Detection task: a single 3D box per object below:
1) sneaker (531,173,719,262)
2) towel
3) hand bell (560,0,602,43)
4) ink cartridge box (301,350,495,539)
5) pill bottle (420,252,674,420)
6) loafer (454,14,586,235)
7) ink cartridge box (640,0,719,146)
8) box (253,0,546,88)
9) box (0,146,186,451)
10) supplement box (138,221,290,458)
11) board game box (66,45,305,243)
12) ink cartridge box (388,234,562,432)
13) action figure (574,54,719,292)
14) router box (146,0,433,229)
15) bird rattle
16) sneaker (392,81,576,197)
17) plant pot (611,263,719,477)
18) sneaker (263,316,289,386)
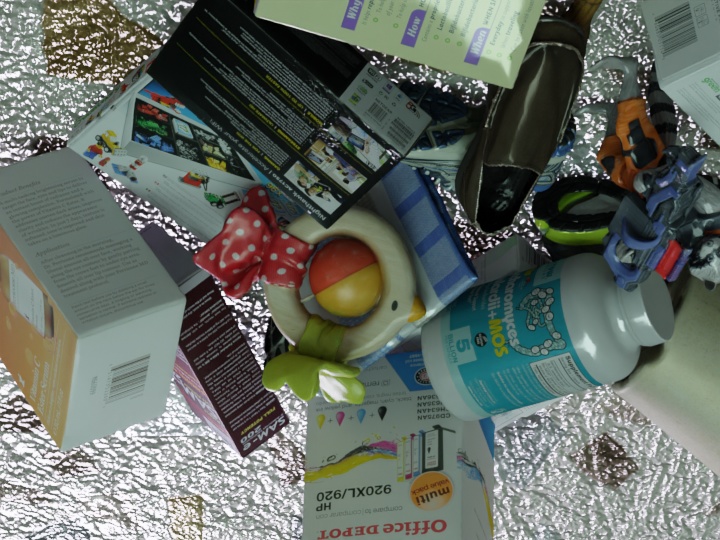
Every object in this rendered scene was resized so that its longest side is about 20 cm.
[{"bbox_3d":[0.246,-0.033,1.769,0.199,0.074,0.081,5,145,12],"label":"sneaker"},{"bbox_3d":[0.000,0.000,1.784,0.200,0.148,0.024,-38,157,30],"label":"towel"},{"bbox_3d":[0.176,-0.209,1.600,0.103,0.105,0.200,14,146,-6],"label":"hand bell"},{"bbox_3d":[0.036,0.195,1.845,0.146,0.201,0.145,-7,144,12],"label":"ink cartridge box"},{"bbox_3d":[0.159,0.051,1.749,0.199,0.111,0.111,-18,129,26],"label":"pill bottle"},{"bbox_3d":[0.130,-0.106,1.618,0.073,0.071,0.201,7,130,-11],"label":"loafer"},{"bbox_3d":[0.338,-0.161,1.572,0.175,0.084,0.200,-24,144,25],"label":"ink cartridge box"},{"bbox_3d":[0.044,-0.250,1.482,0.199,0.097,0.177,14,127,-7],"label":"box"},{"bbox_3d":[-0.250,0.023,1.782,0.106,0.200,0.153,-20,144,-30],"label":"box"},{"bbox_3d":[-0.146,0.063,1.873,0.061,0.109,0.201,-37,128,-14],"label":"supplement box"},{"bbox_3d":[-0.134,-0.092,1.780,0.200,0.035,0.126,36,129,-25],"label":"board game box"},{"bbox_3d":[0.121,0.067,1.891,0.200,0.050,0.161,-30,127,35],"label":"ink cartridge box"},{"bbox_3d":[0.243,-0.078,1.614,0.104,0.194,0.200,-22,166,-21],"label":"action figure"},{"bbox_3d":[-0.059,-0.139,1.647,0.200,0.051,0.149,41,146,-6],"label":"router box"},{"bbox_3d":[-0.034,0.013,1.749,0.162,0.201,0.113,-27,164,9],"label":"bird rattle"},{"bbox_3d":[0.074,-0.096,1.720,0.199,0.077,0.085,7,139,2],"label":"sneaker"},{"bbox_3d":[0.325,0.092,1.806,0.183,0.201,0.201,31,132,-6],"label":"plant pot"},{"bbox_3d":[-0.020,0.052,1.881,0.083,0.081,0.200,22,137,-29],"label":"sneaker"}]
